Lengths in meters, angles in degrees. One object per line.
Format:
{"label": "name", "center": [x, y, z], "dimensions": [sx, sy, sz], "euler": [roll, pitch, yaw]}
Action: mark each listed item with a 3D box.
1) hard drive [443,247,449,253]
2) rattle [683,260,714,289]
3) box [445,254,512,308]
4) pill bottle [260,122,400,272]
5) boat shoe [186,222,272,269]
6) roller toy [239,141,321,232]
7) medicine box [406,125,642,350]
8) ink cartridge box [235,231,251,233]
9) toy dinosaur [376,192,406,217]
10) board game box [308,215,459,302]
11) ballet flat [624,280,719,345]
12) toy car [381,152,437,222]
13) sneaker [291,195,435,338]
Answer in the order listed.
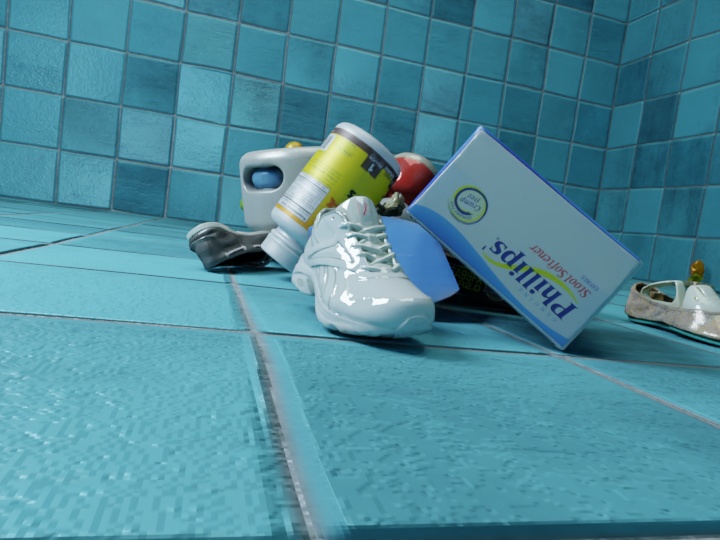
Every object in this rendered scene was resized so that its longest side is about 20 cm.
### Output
{"label": "hard drive", "center": [0.223, -0.018, 0.817], "dimensions": [0.139, 0.038, 0.200], "euler": [13, 4, -28]}
{"label": "rattle", "center": [1.508, 0.028, 2.410], "dimensions": [0.130, 0.143, 0.200], "euler": [33, 12, 33]}
{"label": "box", "center": [0.144, 0.006, 0.753], "dimensions": [0.199, 0.044, 0.160], "euler": [16, 5, 1]}
{"label": "pill bottle", "center": [-0.043, -0.088, 0.731], "dimensions": [0.109, 0.200, 0.109], "euler": [37, -1, 0]}
{"label": "boat shoe", "center": [-0.168, -0.023, 0.779], "dimensions": [0.067, 0.057, 0.200], "euler": [-29, -13, 20]}
{"label": "roller toy", "center": [-0.100, -0.140, 0.893], "dimensions": [0.199, 0.141, 0.182], "euler": [-5, 10, -10]}
{"label": "medicine box", "center": [0.154, -0.033, 0.556], "dimensions": [0.182, 0.103, 0.200], "euler": [42, 9, 6]}
{"label": "ink cartridge box", "center": [-0.122, -0.038, 1.017], "dimensions": [0.199, 0.045, 0.176], "euler": [5, 5, -23]}
{"label": "toy dinosaur", "center": [-0.015, -0.083, 0.809], "dimensions": [0.200, 0.088, 0.047], "euler": [-34, 14, -18]}
{"label": "board game box", "center": [0.018, -0.002, 0.619], "dimensions": [0.157, 0.039, 0.200], "euler": [2, 31, -7]}
{"label": "ballet flat", "center": [0.415, 0.048, 0.701], "dimensions": [0.068, 0.068, 0.200], "euler": [6, 5, -14]}
{"label": "toy car", "center": [0.062, -0.079, 0.932], "dimensions": [0.184, 0.200, 0.177], "euler": [17, -32, 25]}
{"label": "sneaker", "center": [-0.004, -0.010, 0.452], "dimensions": [0.078, 0.100, 0.200], "euler": [3, 14, -30]}
